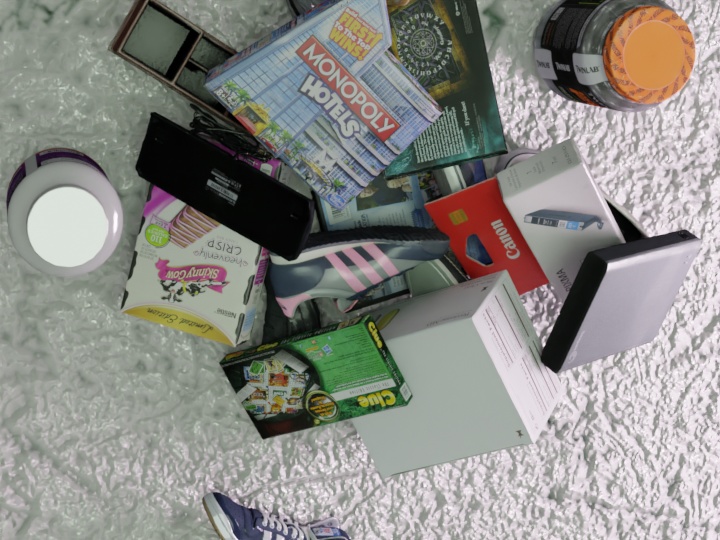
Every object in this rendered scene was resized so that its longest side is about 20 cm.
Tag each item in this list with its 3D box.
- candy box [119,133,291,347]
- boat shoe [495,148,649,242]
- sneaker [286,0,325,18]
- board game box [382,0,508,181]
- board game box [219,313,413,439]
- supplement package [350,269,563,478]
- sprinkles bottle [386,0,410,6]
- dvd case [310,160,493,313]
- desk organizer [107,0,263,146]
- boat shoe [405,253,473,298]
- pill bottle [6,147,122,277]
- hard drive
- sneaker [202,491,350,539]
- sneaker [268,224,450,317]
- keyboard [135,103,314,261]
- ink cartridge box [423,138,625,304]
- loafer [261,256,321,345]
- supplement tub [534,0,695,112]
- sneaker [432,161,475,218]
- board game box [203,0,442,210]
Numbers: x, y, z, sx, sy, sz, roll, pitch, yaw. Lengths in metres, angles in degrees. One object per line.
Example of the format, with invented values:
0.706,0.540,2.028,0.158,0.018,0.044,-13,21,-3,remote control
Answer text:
-0.162,-0.036,1.605,0.135,0.061,0.202,15,97,9,candy box
0.244,-0.071,1.720,0.199,0.066,0.072,34,91,-17,boat shoe
-0.053,-0.349,1.570,0.074,0.115,0.202,-16,104,-11,sneaker
0.070,-0.207,1.604,0.134,0.028,0.203,-12,85,7,board game box
-0.049,0.116,1.628,0.198,0.023,0.106,-16,108,33,board game box
0.088,0.113,1.640,0.198,0.111,0.157,-18,108,32,supplement package
0.062,-0.375,1.589,0.068,0.068,0.202,31,73,-17,sprinkles bottle
0.055,-0.049,1.703,0.198,0.018,0.144,-17,104,-11,dvd case
-0.158,-0.206,1.590,0.199,0.077,0.072,31,92,-17,desk organizer
0.118,0.046,1.709,0.060,0.075,0.201,-49,122,-36,boat shoe
-0.296,-0.057,1.520,0.111,0.200,0.114,-2,101,-13,pill bottle
0.283,0.031,1.654,0.199,0.033,0.141,-12,131,-48,hard drive
-0.084,0.295,1.704,0.108,0.070,0.201,-38,113,1,sneaker
0.000,0.000,1.620,0.197,0.070,0.083,-6,106,-12,sneaker
-0.129,-0.099,1.554,0.199,0.040,0.105,29,122,7,keyboard
0.187,-0.033,1.651,0.175,0.045,0.200,-24,136,12,ink cartridge box
-0.077,0.067,1.665,0.070,0.068,0.203,-23,108,-16,loafer
0.271,-0.234,1.627,0.121,0.200,0.124,-2,101,-12,supplement tub
0.101,-0.160,1.651,0.079,0.078,0.202,-21,93,-7,sneaker
-0.017,-0.191,1.529,0.200,0.062,0.200,-43,106,13,board game box
